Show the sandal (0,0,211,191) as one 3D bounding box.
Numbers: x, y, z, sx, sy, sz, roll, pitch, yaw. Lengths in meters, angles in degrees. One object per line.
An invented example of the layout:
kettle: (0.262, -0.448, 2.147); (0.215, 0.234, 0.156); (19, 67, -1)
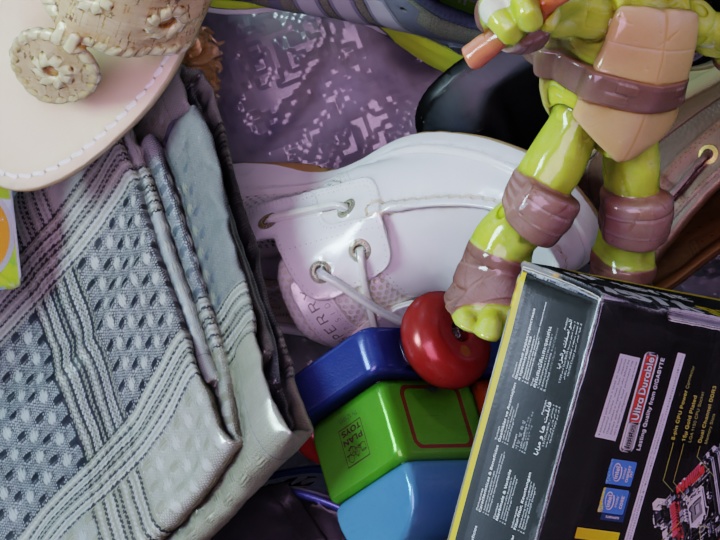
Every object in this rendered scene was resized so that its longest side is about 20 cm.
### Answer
sandal: (-0.075, -0.118, 0.947); (0.078, 0.070, 0.212); (42, 95, 4)

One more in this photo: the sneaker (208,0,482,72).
sneaker: (-0.004, -0.124, 1.009); (0.199, 0.081, 0.074); (12, 83, -13)

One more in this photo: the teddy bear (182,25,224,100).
teddy bear: (-0.129, -0.135, 1.057); (0.144, 0.067, 0.201); (-6, 92, 10)

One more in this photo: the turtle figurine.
turtle figurine: (0.075, -0.056, 0.884); (0.064, 0.199, 0.162); (36, 117, 44)

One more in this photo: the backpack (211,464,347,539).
backpack: (-0.016, 0.169, 1.017); (0.199, 0.154, 0.191); (-32, 94, 6)

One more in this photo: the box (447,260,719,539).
box: (0.098, 0.108, 0.896); (0.159, 0.049, 0.201); (10, 98, -34)

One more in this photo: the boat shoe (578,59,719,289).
boat shoe: (0.163, -0.055, 0.983); (0.199, 0.072, 0.068); (-31, 53, 1)

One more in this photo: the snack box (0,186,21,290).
snack box: (-0.203, -0.086, 0.988); (0.141, 0.053, 0.201); (-6, 91, -29)

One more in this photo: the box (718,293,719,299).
box: (0.217, 0.085, 1.004); (0.199, 0.106, 0.153); (13, 96, 6)

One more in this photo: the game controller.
game controller: (0.113, -0.088, 1.004); (0.199, 0.104, 0.042); (-32, 54, 1)

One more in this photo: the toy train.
toy train: (0.073, 0.077, 0.977); (0.085, 0.199, 0.116); (-35, 63, 42)

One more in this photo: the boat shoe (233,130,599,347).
boat shoe: (0.000, 0.000, 0.997); (0.199, 0.069, 0.071); (-6, 129, 46)

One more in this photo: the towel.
towel: (-0.105, 0.043, 0.996); (0.034, 0.193, 0.200); (24, 123, -36)
